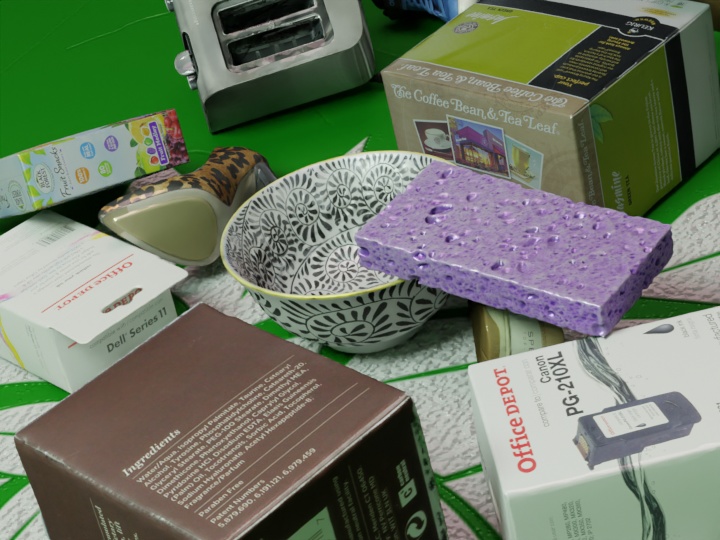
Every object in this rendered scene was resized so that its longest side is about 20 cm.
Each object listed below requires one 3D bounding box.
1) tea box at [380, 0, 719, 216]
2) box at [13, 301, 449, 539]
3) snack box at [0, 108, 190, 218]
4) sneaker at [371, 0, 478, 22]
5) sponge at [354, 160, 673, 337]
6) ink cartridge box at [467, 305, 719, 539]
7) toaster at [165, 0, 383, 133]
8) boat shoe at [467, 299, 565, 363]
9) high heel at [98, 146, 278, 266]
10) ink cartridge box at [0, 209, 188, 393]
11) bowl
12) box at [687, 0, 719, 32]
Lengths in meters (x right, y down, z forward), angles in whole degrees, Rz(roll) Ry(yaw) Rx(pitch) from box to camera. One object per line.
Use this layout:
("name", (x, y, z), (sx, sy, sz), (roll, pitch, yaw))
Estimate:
("tea box", (0.159, -0.134, 1.558), (0.199, 0.134, 0.196), (19, 44, 41))
("box", (-0.075, 0.151, 1.177), (0.199, 0.167, 0.164), (22, 47, 42))
("snack box", (-0.246, -0.088, 1.629), (0.142, 0.053, 0.200), (-21, 6, -24))
("sneaker", (0.061, -0.268, 1.850), (0.110, 0.077, 0.200), (-5, 28, 2))
("sponge", (0.107, -0.018, 1.329), (0.199, 0.030, 0.112), (17, 41, 31))
("ink cartridge box", (0.179, 0.110, 1.222), (0.199, 0.085, 0.145), (-13, 31, 0))
("toaster", (-0.082, -0.243, 1.758), (0.199, 0.182, 0.119), (-17, -12, 1))
("boat shoe", (0.115, 0.013, 1.419), (0.066, 0.074, 0.200), (2, 34, -1))
("high heel", (-0.150, -0.065, 1.591), (0.199, 0.072, 0.143), (-1, 28, -35))
("ink cartridge box", (-0.228, 0.028, 1.516), (0.117, 0.068, 0.199), (-34, 37, -31))
("bowl", (0.000, 0.000, 1.449), (0.199, 0.095, 0.201), (-9, 33, 6))
("box", (0.334, -0.205, 1.560), (0.199, 0.021, 0.163), (20, 1, 8))
